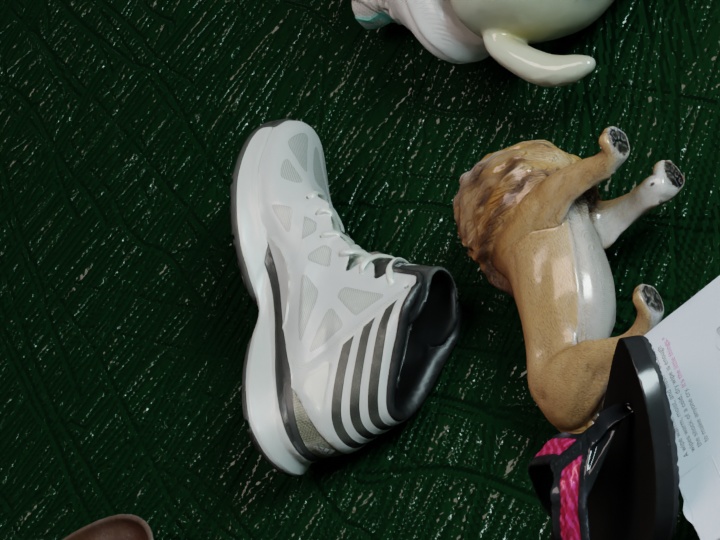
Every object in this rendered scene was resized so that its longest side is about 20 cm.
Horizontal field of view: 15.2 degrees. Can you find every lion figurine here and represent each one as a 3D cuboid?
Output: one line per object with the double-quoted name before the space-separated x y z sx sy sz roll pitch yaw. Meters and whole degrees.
"lion figurine" 0.099 0.014 1.254 0.122 0.072 0.200 -34 47 37

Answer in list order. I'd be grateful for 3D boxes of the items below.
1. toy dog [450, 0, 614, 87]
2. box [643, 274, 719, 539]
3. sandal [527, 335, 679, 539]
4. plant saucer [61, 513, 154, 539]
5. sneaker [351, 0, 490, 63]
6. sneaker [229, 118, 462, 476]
"toy dog" 0.123 -0.207 1.332 0.200 0.140 0.194 -27 48 30
"box" 0.220 0.066 1.063 0.176 0.097 0.200 -41 41 20
"sandal" 0.092 0.105 1.122 0.200 0.045 0.075 103 161 -49
"plant saucer" -0.168 0.213 1.387 0.200 0.037 0.200 -38 21 18
"sneaker" 0.027 -0.158 1.466 0.089 0.075 0.200 -52 30 26
"sneaker" 0.000 0.000 1.382 0.115 0.076 0.201 -20 58 26
